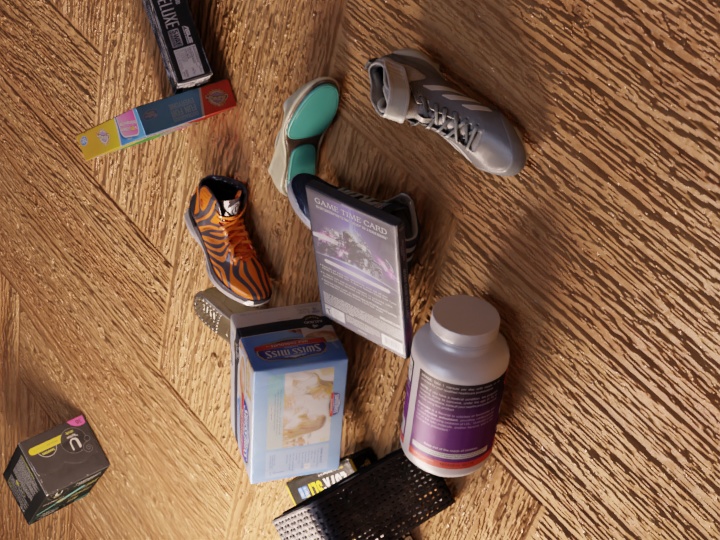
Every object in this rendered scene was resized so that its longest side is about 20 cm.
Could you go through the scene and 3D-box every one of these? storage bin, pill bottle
[{"bbox_3d":[0.004,0.307,1.507,0.094,0.199,0.135,61,144,6],"label":"storage bin"},{"bbox_3d":[0.109,0.132,1.353,0.112,0.112,0.201,36,134,36],"label":"pill bottle"}]

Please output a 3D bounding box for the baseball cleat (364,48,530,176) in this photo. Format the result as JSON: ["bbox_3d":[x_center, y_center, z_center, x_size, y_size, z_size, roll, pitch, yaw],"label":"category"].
[{"bbox_3d":[0.081,-0.158,1.237,0.200,0.106,0.070,43,133,27],"label":"baseball cleat"}]

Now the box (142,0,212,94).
[{"bbox_3d":[-0.256,-0.340,1.571,0.158,0.049,0.201,-165,56,-80],"label":"box"}]

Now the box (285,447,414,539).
[{"bbox_3d":[-0.016,0.351,1.691,0.200,0.049,0.160,-31,81,54],"label":"box"}]

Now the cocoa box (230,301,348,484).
[{"bbox_3d":[-0.100,0.166,1.596,0.131,0.133,0.201,-119,28,-52],"label":"cocoa box"}]

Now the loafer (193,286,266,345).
[{"bbox_3d":[-0.153,0.089,1.713,0.200,0.068,0.076,43,145,5],"label":"loafer"}]

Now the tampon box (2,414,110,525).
[{"bbox_3d":[-0.631,0.411,2.435,0.127,0.149,0.200,58,143,12],"label":"tampon box"}]

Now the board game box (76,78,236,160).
[{"bbox_3d":[-0.287,-0.209,1.648,0.200,0.153,0.041,-9,103,54],"label":"board game box"}]

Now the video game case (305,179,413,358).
[{"bbox_3d":[0.000,0.000,1.405,0.142,0.019,0.201,26,137,34],"label":"video game case"}]

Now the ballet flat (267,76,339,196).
[{"bbox_3d":[-0.077,-0.178,1.473,0.070,0.069,0.201,48,140,24],"label":"ballet flat"}]

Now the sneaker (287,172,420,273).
[{"bbox_3d":[-0.005,-0.073,1.423,0.200,0.070,0.109,45,144,18],"label":"sneaker"}]

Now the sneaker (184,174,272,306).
[{"bbox_3d":[-0.183,-0.050,1.663,0.200,0.077,0.112,53,143,20],"label":"sneaker"}]
